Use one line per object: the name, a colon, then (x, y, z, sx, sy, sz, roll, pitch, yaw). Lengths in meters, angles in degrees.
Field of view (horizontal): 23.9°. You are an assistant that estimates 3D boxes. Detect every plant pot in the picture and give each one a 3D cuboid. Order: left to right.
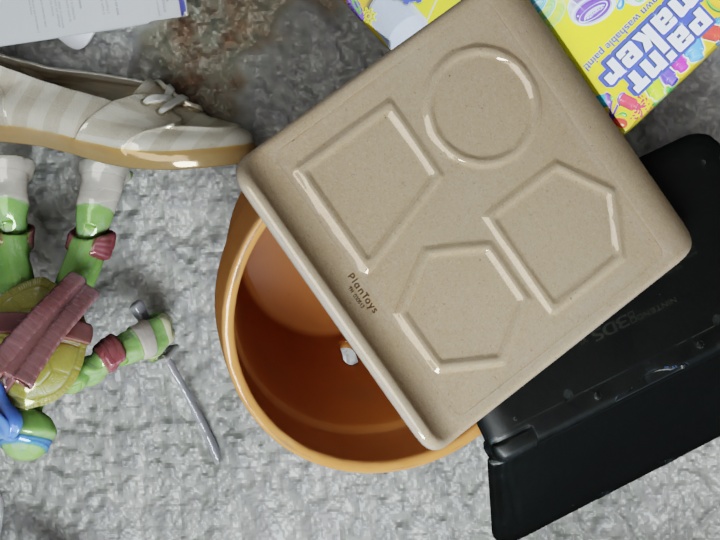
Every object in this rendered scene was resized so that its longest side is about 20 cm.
plant pot: (0.000, 0.000, 1.022, 0.198, 0.140, 0.202, -6, 112, -15)

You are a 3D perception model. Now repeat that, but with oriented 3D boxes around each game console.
game console: (0.141, 0.042, 0.998, 0.199, 0.116, 0.177, -25, 88, -12)

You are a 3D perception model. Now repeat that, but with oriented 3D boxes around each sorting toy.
sorting toy: (0.057, -0.033, 0.916, 0.199, 0.036, 0.186, -37, 93, -17)

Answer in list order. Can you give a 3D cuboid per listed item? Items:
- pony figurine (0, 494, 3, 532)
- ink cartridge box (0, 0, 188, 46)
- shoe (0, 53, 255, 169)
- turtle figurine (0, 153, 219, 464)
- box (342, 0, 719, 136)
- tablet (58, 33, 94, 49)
pony figurine: (-0.274, 0.224, 1.161, 0.199, 0.167, 0.193, -30, 125, 11)
ink cartridge box: (-0.205, -0.198, 1.092, 0.198, 0.039, 0.100, -5, 101, 15)
shoe: (-0.163, -0.102, 1.097, 0.198, 0.070, 0.054, 9, 106, 10)
turtle figurine: (-0.201, 0.029, 1.131, 0.143, 0.199, 0.196, -2, 81, 35)
box: (0.118, -0.179, 0.995, 0.193, 0.122, 0.200, 45, 107, 0)
tablet: (-0.229, -0.252, 1.112, 0.199, 0.014, 0.131, 37, 107, 4)
